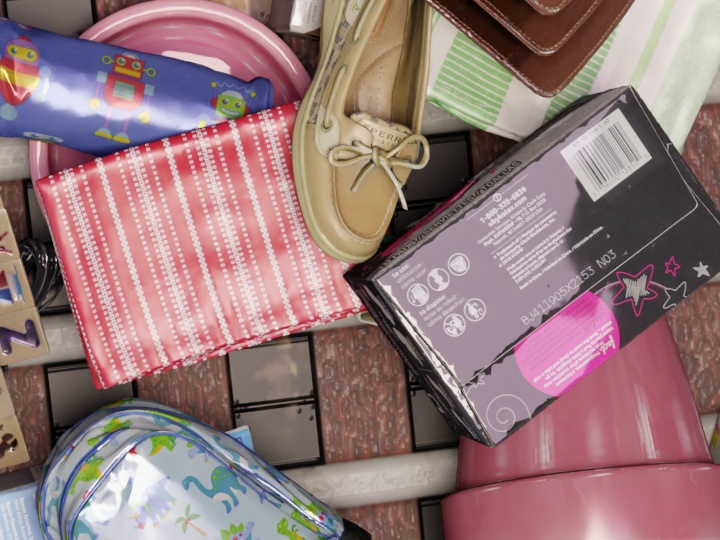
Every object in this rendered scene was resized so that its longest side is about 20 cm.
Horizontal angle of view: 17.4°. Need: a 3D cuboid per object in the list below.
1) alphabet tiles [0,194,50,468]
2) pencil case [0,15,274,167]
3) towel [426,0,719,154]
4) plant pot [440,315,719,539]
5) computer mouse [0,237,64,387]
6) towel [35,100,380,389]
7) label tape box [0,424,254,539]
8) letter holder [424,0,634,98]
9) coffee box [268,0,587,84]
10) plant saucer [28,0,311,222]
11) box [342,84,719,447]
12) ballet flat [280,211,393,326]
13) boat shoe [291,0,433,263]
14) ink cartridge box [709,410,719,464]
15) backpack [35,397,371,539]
[{"bbox_3d":[-0.287,0.043,1.505,0.166,0.008,0.201,-15,107,1],"label":"alphabet tiles"},{"bbox_3d":[-0.156,-0.105,1.501,0.198,0.087,0.079,13,71,-12],"label":"pencil case"},{"bbox_3d":[0.134,-0.147,1.514,0.199,0.023,0.154,22,92,-12],"label":"towel"},{"bbox_3d":[0.146,0.105,1.576,0.198,0.200,0.181,-4,79,-9],"label":"plant pot"},{"bbox_3d":[-0.302,-0.005,1.521,0.199,0.053,0.139,31,103,-11],"label":"computer mouse"},{"bbox_3d":[-0.089,-0.018,1.477,0.199,0.022,0.146,-17,104,-8],"label":"towel"},{"bbox_3d":[-0.159,0.194,1.585,0.198,0.066,0.144,-15,98,-12],"label":"label tape box"},{"bbox_3d":[0.139,-0.223,1.432,0.142,0.100,0.201,39,71,-15],"label":"letter holder"},{"bbox_3d":[0.047,-0.179,1.564,0.198,0.113,0.081,9,94,-10],"label":"coffee box"},{"bbox_3d":[-0.122,-0.081,1.574,0.199,0.051,0.202,-1,96,-10],"label":"plant saucer"},{"bbox_3d":[0.109,-0.005,1.451,0.200,0.115,0.133,-37,96,-8],"label":"box"},{"bbox_3d":[0.000,0.000,1.568,0.199,0.071,0.071,19,91,-38],"label":"ballet flat"},{"bbox_3d":[0.006,-0.106,1.444,0.073,0.062,0.202,13,75,-35],"label":"boat shoe"},{"bbox_3d":[0.300,0.133,1.617,0.083,0.145,0.202,15,92,-11],"label":"ink cartridge box"},{"bbox_3d":[-0.114,0.170,1.500,0.200,0.154,0.163,44,91,1],"label":"backpack"}]
